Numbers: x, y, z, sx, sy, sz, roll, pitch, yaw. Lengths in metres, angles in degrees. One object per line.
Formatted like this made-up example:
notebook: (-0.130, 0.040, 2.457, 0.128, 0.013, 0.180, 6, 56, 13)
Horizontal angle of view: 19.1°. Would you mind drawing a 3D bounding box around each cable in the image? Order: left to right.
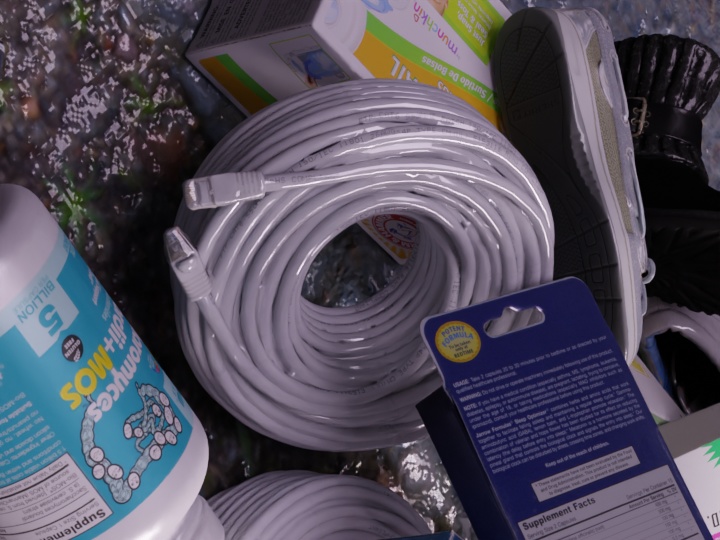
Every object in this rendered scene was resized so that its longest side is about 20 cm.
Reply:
cable: (-0.026, 0.206, 1.122, 0.199, 0.069, 0.202, -2, 87, -46)
cable: (0.000, 0.000, 1.100, 0.199, 0.069, 0.201, -18, 125, -11)

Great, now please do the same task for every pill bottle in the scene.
pill bottle: (-0.144, 0.067, 0.990, 0.201, 0.110, 0.111, 57, 50, -25)

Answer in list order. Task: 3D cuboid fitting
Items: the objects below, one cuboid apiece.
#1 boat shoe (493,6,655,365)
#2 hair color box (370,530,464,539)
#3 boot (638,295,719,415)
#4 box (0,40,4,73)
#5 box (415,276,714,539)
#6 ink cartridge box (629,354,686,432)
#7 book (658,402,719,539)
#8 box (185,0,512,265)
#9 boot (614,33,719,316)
boat shoe: (0.124, -0.043, 1.160, 0.064, 0.074, 0.203, -9, 86, -41)
hair color box: (0.070, 0.214, 1.085, 0.200, 0.100, 0.061, 42, 57, -24)
boot: (0.221, 0.068, 1.364, 0.200, 0.073, 0.096, 51, 33, -36)
box: (-0.266, -0.024, 0.846, 0.196, 0.117, 0.201, 23, 68, -42)
box: (0.105, 0.106, 1.058, 0.121, 0.032, 0.201, -14, 74, -38)
ink cartridge box: (0.157, 0.074, 1.280, 0.199, 0.146, 0.048, 28, 109, -38)
book: (0.238, 0.156, 1.242, 0.133, 0.048, 0.201, -21, 123, -7)
box: (0.019, -0.105, 1.183, 0.200, 0.101, 0.113, 43, 57, -34)
boot: (0.200, -0.064, 1.294, 0.158, 0.210, 0.080, -60, 143, -27)
